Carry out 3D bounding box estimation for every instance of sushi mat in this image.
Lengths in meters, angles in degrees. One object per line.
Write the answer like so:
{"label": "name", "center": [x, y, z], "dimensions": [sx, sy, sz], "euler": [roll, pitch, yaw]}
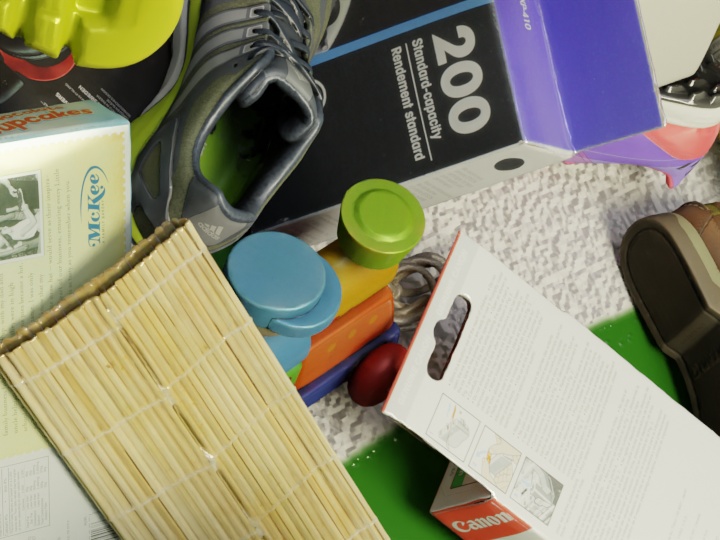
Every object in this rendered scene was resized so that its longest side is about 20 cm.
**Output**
{"label": "sushi mat", "center": [-0.066, 0.076, 0.960], "dimensions": [0.096, 0.012, 0.200], "euler": [-35, 126, -7]}

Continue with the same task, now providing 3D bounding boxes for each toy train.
{"label": "toy train", "center": [0.000, 0.000, 1.038], "dimensions": [0.200, 0.116, 0.085], "euler": [-33, 72, -35]}

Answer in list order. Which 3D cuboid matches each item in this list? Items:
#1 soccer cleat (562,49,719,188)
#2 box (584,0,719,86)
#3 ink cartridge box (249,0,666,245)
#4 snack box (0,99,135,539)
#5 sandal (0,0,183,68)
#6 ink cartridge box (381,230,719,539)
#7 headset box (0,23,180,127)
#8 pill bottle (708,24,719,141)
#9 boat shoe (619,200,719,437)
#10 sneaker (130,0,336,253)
{"label": "soccer cleat", "center": [0.085, -0.089, 1.169], "dimensions": [0.199, 0.073, 0.068], "euler": [11, 40, -9]}
{"label": "box", "center": [0.084, -0.176, 1.142], "dimensions": [0.095, 0.078, 0.200], "euler": [-19, 56, -34]}
{"label": "ink cartridge box", "center": [0.024, -0.131, 1.073], "dimensions": [0.043, 0.200, 0.199], "euler": [20, 55, -63]}
{"label": "snack box", "center": [-0.149, 0.039, 0.927], "dimensions": [0.116, 0.037, 0.201], "euler": [-12, 114, -33]}
{"label": "sandal", "center": [-0.171, -0.139, 0.944], "dimensions": [0.200, 0.080, 0.087], "euler": [17, 26, -15]}
{"label": "ink cartridge box", "center": [0.087, 0.085, 1.093], "dimensions": [0.200, 0.050, 0.109], "euler": [38, 57, -21]}
{"label": "headset box", "center": [-0.171, -0.082, 1.004], "dimensions": [0.149, 0.075, 0.200], "euler": [43, 56, -11]}
{"label": "pill bottle", "center": [0.237, -0.119, 1.236], "dimensions": [0.114, 0.114, 0.200], "euler": [-5, 74, -32]}
{"label": "boat shoe", "center": [0.205, 0.056, 1.174], "dimensions": [0.068, 0.072, 0.200], "euler": [-15, 79, -33]}
{"label": "sneaker", "center": [-0.043, -0.081, 0.993], "dimensions": [0.074, 0.081, 0.200], "euler": [38, 59, -32]}
